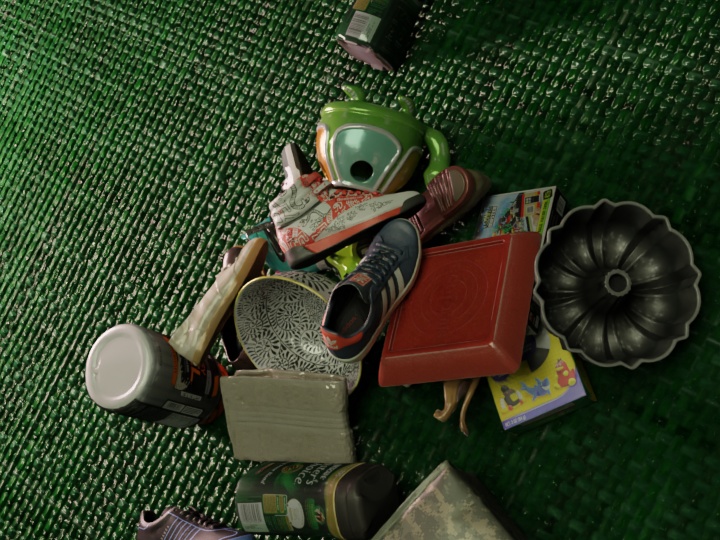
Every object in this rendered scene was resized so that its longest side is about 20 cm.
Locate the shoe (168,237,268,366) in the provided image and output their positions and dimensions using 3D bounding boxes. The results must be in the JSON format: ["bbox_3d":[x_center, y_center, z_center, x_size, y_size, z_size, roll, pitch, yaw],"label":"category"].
[{"bbox_3d":[-0.191,0.033,1.584,0.053,0.070,0.200,27,72,9],"label":"shoe"}]

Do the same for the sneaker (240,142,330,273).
[{"bbox_3d":[-0.116,-0.078,1.678,0.120,0.084,0.201,-19,67,13],"label":"sneaker"}]

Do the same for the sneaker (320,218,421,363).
[{"bbox_3d":[0.013,0.014,1.433,0.075,0.085,0.201,17,71,25],"label":"sneaker"}]

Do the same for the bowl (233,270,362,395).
[{"bbox_3d":[-0.063,0.071,1.571,0.200,0.201,0.094,9,35,31],"label":"bowl"}]

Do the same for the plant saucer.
[{"bbox_3d":[0.114,0.040,1.430,0.199,0.037,0.200,-10,52,34],"label":"plant saucer"}]

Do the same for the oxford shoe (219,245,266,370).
[{"bbox_3d":[-0.172,0.050,1.670,0.071,0.072,0.201,-23,64,22],"label":"oxford shoe"}]

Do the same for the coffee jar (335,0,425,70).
[{"bbox_3d":[0.046,-0.396,1.668,0.085,0.104,0.201,23,86,30],"label":"coffee jar"}]

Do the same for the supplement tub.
[{"bbox_3d":[-0.276,0.152,1.622,0.122,0.200,0.123,-8,72,27],"label":"supplement tub"}]

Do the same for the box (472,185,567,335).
[{"bbox_3d":[0.188,-0.010,1.464,0.110,0.035,0.201,-7,53,37],"label":"box"}]

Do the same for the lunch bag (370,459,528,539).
[{"bbox_3d":[0.099,0.361,1.395,0.200,0.118,0.164,-45,58,5],"label":"lunch bag"}]

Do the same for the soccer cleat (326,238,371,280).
[{"bbox_3d":[0.000,0.000,1.581,0.067,0.081,0.200,-33,32,7],"label":"soccer cleat"}]

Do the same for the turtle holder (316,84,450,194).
[{"bbox_3d":[0.027,-0.161,1.601,0.141,0.185,0.132,-8,67,62],"label":"turtle holder"}]

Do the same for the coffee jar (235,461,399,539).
[{"bbox_3d":[-0.055,0.293,1.491,0.199,0.104,0.086,-5,99,32],"label":"coffee jar"}]

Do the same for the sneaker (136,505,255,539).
[{"bbox_3d":[-0.231,0.363,1.608,0.199,0.070,0.078,-11,76,27],"label":"sneaker"}]

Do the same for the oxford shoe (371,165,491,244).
[{"bbox_3d":[0.096,-0.071,1.564,0.200,0.075,0.071,-32,68,40],"label":"oxford shoe"}]

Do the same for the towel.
[{"bbox_3d":[-0.097,0.201,1.574,0.199,0.034,0.133,1,108,29],"label":"towel"}]

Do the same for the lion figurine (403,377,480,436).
[{"bbox_3d":[0.106,0.114,1.483,0.123,0.072,0.200,-52,49,1],"label":"lion figurine"}]

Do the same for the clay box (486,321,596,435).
[{"bbox_3d":[0.206,0.091,1.459,0.115,0.048,0.201,-27,64,20],"label":"clay box"}]

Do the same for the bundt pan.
[{"bbox_3d":[0.296,0.022,1.378,0.201,0.076,0.203,1,77,-4],"label":"bundt pan"}]

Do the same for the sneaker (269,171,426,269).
[{"bbox_3d":[-0.022,-0.089,1.522,0.201,0.067,0.108,-25,79,9],"label":"sneaker"}]
